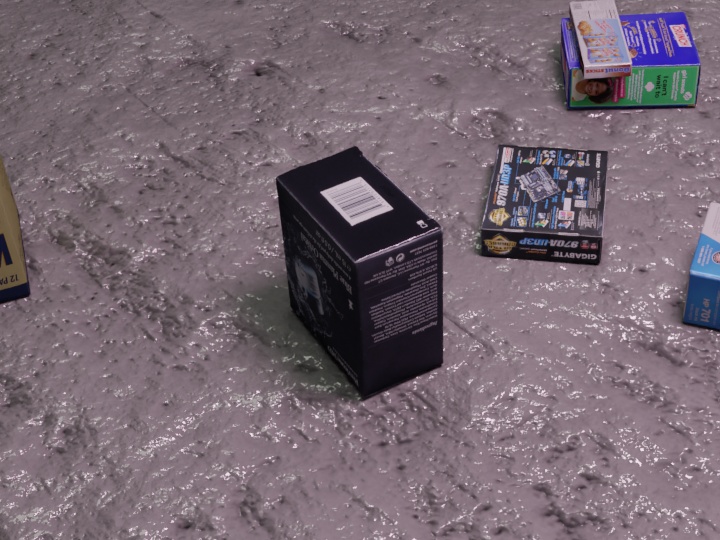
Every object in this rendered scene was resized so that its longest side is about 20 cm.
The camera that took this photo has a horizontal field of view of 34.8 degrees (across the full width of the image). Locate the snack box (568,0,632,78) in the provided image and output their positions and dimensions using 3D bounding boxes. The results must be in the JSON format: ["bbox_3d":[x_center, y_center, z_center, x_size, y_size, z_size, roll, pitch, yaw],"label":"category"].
[{"bbox_3d":[0.363,-0.355,1.744,0.071,0.025,0.201,-2,40,4],"label":"snack box"}]

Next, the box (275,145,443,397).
[{"bbox_3d":[0.000,0.000,1.335,0.116,0.202,0.197,-21,41,-21],"label":"box"}]

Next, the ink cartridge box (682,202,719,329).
[{"bbox_3d":[0.498,0.007,1.363,0.197,0.087,0.147,14,43,20],"label":"ink cartridge box"}]

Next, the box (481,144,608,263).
[{"bbox_3d":[0.251,-0.094,1.544,0.156,0.046,0.201,4,40,11],"label":"box"}]

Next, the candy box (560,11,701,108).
[{"bbox_3d":[0.416,-0.328,1.785,0.197,0.078,0.170,-2,39,7],"label":"candy box"}]

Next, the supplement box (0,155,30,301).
[{"bbox_3d":[-0.528,-0.086,1.499,0.132,0.202,0.201,-14,40,-11],"label":"supplement box"}]
